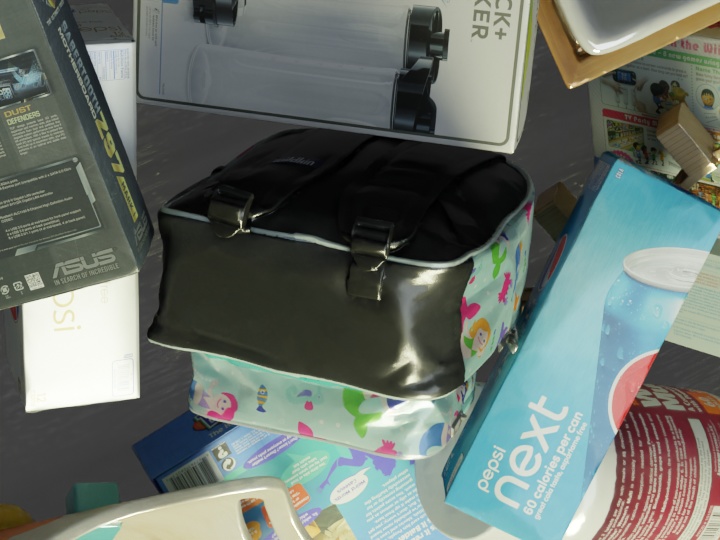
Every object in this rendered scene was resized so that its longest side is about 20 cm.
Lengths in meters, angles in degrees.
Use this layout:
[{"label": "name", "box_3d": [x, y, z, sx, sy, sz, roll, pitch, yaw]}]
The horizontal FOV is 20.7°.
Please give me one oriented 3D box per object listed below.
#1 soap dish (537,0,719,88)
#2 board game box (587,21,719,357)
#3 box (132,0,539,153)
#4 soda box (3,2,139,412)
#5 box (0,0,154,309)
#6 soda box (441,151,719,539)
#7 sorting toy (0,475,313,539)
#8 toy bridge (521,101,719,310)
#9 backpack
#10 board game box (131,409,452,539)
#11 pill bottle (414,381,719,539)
[{"label": "soap dish", "box_3d": [0.159, -0.204, 1.036, 0.199, 0.081, 0.158, -25, 92, -10]}, {"label": "board game box", "box_3d": [0.206, -0.052, 1.115, 0.064, 0.147, 0.201, -34, 127, -38]}, {"label": "box", "box_3d": [-0.011, -0.134, 0.980, 0.198, 0.060, 0.117, 9, 114, 7]}, {"label": "soda box", "box_3d": [-0.151, -0.032, 1.016, 0.063, 0.068, 0.201, -6, 116, -18]}, {"label": "box", "box_3d": [-0.217, -0.052, 0.936, 0.199, 0.051, 0.159, -15, 115, 11]}, {"label": "soda box", "box_3d": [0.116, 0.042, 1.038, 0.067, 0.064, 0.201, 26, 97, -3]}, {"label": "sorting toy", "box_3d": [-0.101, 0.178, 1.081, 0.179, 0.107, 0.201, -20, 124, 15]}, {"label": "toy bridge", "box_3d": [0.125, -0.018, 1.104, 0.199, 0.027, 0.067, -33, 108, 31]}, {"label": "backpack", "box_3d": [0.000, 0.000, 1.020, 0.176, 0.200, 0.152, 10, 117, 16]}, {"label": "board game box", "box_3d": [-0.025, 0.145, 1.172, 0.152, 0.045, 0.201, -31, 122, -9]}, {"label": "pill bottle", "box_3d": [0.136, 0.119, 1.175, 0.199, 0.109, 0.110, 9, 110, -39]}]
